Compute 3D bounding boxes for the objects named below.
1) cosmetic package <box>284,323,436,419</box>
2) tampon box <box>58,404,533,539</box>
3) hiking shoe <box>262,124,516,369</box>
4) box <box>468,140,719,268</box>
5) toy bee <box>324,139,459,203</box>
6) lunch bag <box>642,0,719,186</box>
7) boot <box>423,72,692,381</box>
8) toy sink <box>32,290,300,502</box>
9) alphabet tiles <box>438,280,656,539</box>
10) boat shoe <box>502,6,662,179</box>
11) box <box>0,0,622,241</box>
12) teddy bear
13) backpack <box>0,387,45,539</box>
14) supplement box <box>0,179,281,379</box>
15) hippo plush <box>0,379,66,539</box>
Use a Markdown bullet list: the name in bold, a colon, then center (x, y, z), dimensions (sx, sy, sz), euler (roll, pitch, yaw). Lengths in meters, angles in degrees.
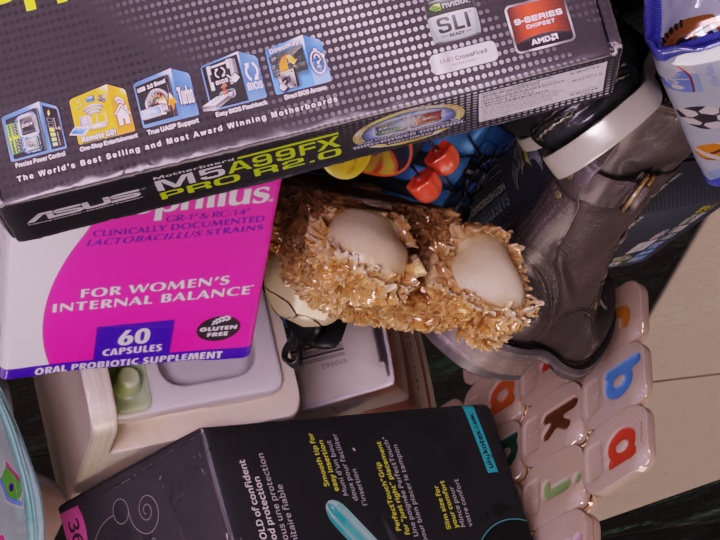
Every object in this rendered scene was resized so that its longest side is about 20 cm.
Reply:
- **cosmetic package**: center (-0.016, 0.045, 1.517), dimensions (0.087, 0.103, 0.200), euler (-15, 168, 5)
- **tampon box**: center (-0.023, 0.160, 1.324), dimensions (0.200, 0.150, 0.126), euler (-2, 159, -44)
- **hiking shoe**: center (0.033, -0.038, 1.247), dimensions (0.200, 0.087, 0.074), euler (-36, 155, 24)
- **box**: center (0.125, -0.045, 1.421), dimensions (0.158, 0.051, 0.200), euler (-9, 164, -26)
- **toy bee**: center (0.011, -0.085, 1.073), dimensions (0.131, 0.109, 0.200), euler (-53, -168, -15)
- **lunch bag**: center (0.211, -0.132, 1.059), dimensions (0.200, 0.124, 0.170), euler (-15, 163, 12)
- **boot**: center (0.122, -0.030, 1.261), dimensions (0.174, 0.069, 0.200), euler (-52, 165, 19)
- **toy sink**: center (-0.101, 0.033, 1.328), dimensions (0.112, 0.130, 0.200), euler (-11, 164, -13)
- **alphabet tiles**: center (0.091, 0.095, 1.423), dimensions (0.015, 0.200, 0.196), euler (26, 136, -28)
- **boat shoe**: center (0.078, -0.088, 1.098), dimensions (0.075, 0.066, 0.199), euler (-37, -172, 12)
- **box**: center (-0.034, -0.111, 0.834), dimensions (0.200, 0.160, 0.044), euler (-13, 167, -1)
- **teddy bear**: center (0.000, 0.000, 1.116), dimensions (0.145, 0.067, 0.200), euler (7, -175, -35)
- **backpack**: center (-0.238, 0.109, 1.193), dimensions (0.200, 0.176, 0.153), euler (-28, 170, 32)
- **supplement box**: center (-0.087, -0.059, 0.972), dimensions (0.101, 0.103, 0.200), euler (-5, 144, -13)
- **hippo plush**: center (-0.249, 0.124, 1.405), dimensions (0.200, 0.159, 0.161), euler (-19, -159, 4)
